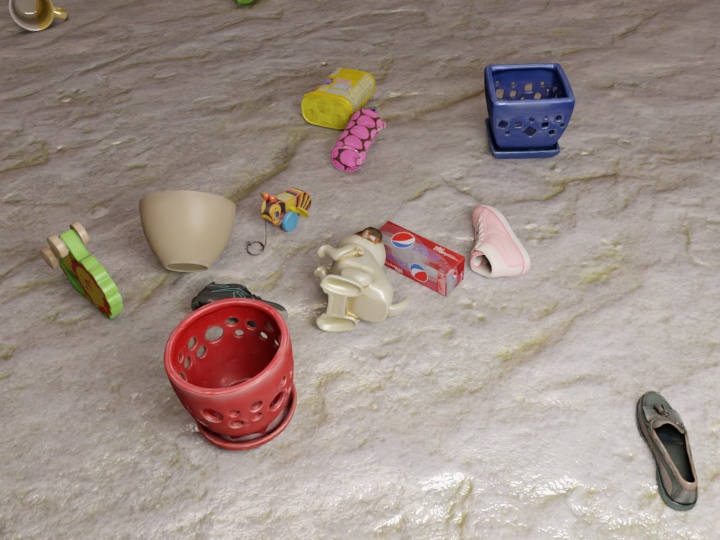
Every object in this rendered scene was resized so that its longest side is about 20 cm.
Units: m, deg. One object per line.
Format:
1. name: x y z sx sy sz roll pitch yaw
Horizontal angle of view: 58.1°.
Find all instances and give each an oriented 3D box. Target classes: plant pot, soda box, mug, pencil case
1. plant pot: 0.409 -0.392 1.623 0.197 0.181 0.201 -1 44 3
2. plant pot: -0.361 -0.071 1.357 0.197 0.200 0.136 -2 79 2
3. soda box: 0.116 -0.027 1.341 0.199 0.064 0.070 29 52 29
4. mug: -1.219 -0.973 2.419 0.150 0.186 0.153 -49 42 1
5. pencil case: -0.005 -0.336 1.666 0.093 0.091 0.201 20 49 5
6. plant pot: -0.204 0.175 1.061 0.197 0.184 0.202 -2 43 1

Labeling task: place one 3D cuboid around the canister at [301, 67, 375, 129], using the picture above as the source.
1. canister: -0.057 -0.491 1.833 0.147 0.087 0.201 15 45 19

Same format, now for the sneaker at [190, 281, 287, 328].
1. sneaker: -0.231 0.060 1.266 0.197 0.076 0.080 9 42 13

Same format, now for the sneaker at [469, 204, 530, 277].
1. sneaker: 0.262 -0.061 1.357 0.103 0.076 0.201 -13 48 -17

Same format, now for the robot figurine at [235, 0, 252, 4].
1. robot figurine: -0.443 -1.102 2.488 0.173 0.116 0.201 -16 40 17

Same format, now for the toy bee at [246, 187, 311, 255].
1. toy bee: -0.176 -0.135 1.446 0.129 0.110 0.201 7 44 9

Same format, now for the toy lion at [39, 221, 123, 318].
1. toy lion: -0.545 0.010 1.289 0.068 0.193 0.199 -38 12 -32

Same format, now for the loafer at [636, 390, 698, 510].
1. loafer: 0.483 0.264 1.004 0.071 0.063 0.201 0 43 4

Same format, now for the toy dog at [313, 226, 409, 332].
1. toy dog: 0.000 0.000 1.270 0.191 0.141 0.201 0 41 3
